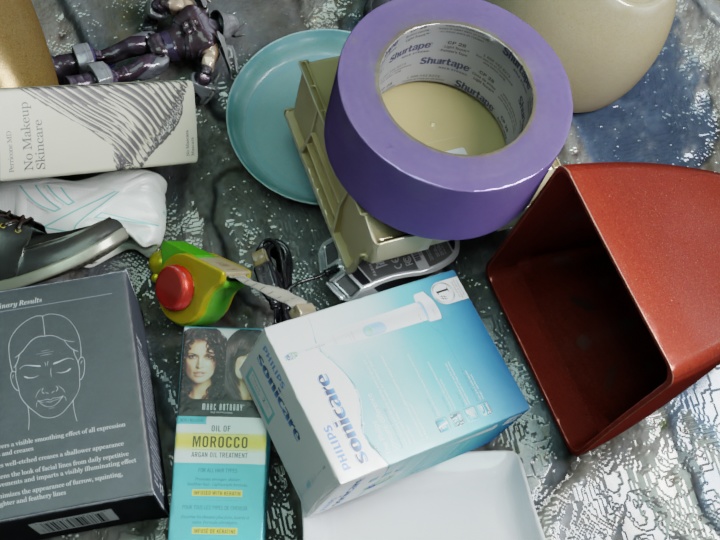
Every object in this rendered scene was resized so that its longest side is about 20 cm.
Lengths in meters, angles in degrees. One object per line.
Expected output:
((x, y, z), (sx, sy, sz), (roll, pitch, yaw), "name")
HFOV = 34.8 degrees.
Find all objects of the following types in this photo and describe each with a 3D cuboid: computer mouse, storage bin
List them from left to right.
((0.000, 0.000, 1.073), (0.200, 0.044, 0.110), (-17, 66, -18), "computer mouse")
((0.059, -0.111, 1.065), (0.200, 0.094, 0.199), (-14, 67, -17), "storage bin")

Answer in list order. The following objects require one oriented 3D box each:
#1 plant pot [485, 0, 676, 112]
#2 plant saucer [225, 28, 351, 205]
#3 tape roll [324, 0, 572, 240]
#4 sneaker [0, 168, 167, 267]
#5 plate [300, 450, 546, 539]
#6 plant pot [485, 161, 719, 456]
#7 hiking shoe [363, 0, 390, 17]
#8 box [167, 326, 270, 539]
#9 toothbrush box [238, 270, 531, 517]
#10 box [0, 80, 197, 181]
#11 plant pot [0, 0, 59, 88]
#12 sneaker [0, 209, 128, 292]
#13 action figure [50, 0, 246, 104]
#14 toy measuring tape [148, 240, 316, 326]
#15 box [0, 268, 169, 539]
((0.230, -0.271, 1.123), (0.200, 0.134, 0.201), (4, 78, -19), "plant pot")
((-0.034, -0.151, 1.150), (0.200, 0.027, 0.200), (1, 67, -3), "plant saucer")
((0.072, -0.132, 0.977), (0.200, 0.085, 0.200), (4, 62, -8), "tape roll")
((-0.279, -0.045, 1.072), (0.200, 0.070, 0.080), (-6, 71, -6), "sneaker")
((0.050, 0.220, 0.949), (0.199, 0.032, 0.200), (-2, 27, -3), "plate")
((0.255, 0.020, 1.014), (0.176, 0.200, 0.200), (-15, 69, -21), "plant pot")
((0.102, -0.284, 1.185), (0.200, 0.076, 0.101), (-25, 68, -13), "hiking shoe")
((-0.120, 0.151, 1.009), (0.082, 0.049, 0.200), (1, 68, -2), "box")
((0.020, 0.101, 0.986), (0.200, 0.085, 0.147), (-17, 68, -32), "toothbrush box")
((-0.248, -0.128, 1.031), (0.200, 0.068, 0.082), (-13, 105, -41), "box")
((-0.365, -0.182, 1.079), (0.186, 0.186, 0.200), (-32, 88, -14), "plant pot")
((-0.312, -0.036, 1.011), (0.200, 0.075, 0.106), (-18, 93, 2), "sneaker")
((-0.207, -0.219, 1.151), (0.200, 0.069, 0.130), (-23, 63, -15), "action figure")
((-0.124, 0.030, 1.030), (0.200, 0.074, 0.074), (23, 66, 36), "toy measuring tape")
((-0.255, 0.119, 0.985), (0.148, 0.107, 0.200), (-9, 69, -6), "box")
